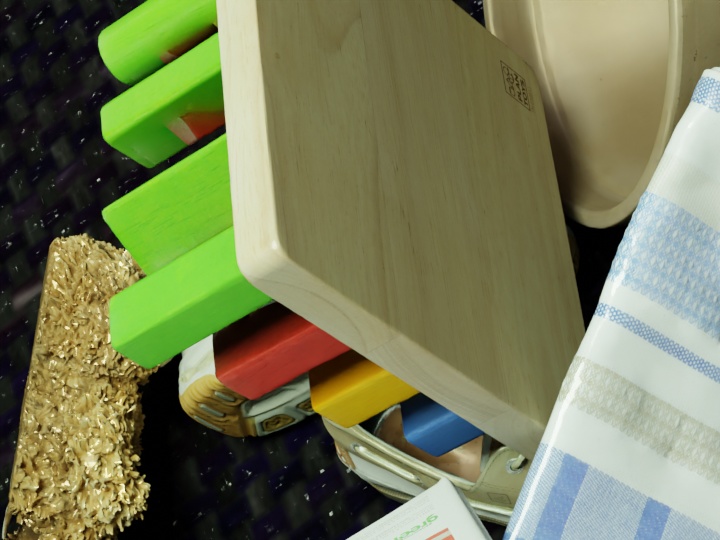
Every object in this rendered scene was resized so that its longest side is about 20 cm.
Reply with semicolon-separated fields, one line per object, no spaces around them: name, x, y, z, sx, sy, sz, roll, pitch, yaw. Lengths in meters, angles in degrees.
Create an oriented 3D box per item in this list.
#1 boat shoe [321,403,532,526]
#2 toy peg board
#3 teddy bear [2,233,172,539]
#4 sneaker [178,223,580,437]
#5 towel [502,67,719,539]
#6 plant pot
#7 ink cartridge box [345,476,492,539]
boat shoe;0.072;0.072;0.916;0.199;0.068;0.075;-1;67;33
toy peg board;-0.012;-0.026;0.862;0.097;0.199;0.201;-28;50;28
teddy bear;-0.125;0.087;1.021;0.066;0.145;0.201;10;71;-11
sneaker;0.000;0.000;0.995;0.199;0.076;0.088;-21;55;22
towel;0.150;0.040;0.841;0.201;0.146;0.024;-65;20;-8
plant pot;0.126;-0.122;0.934;0.092;0.201;0.202;-7;54;-17
ink cartridge box;-0.018;0.180;0.763;0.199;0.084;0.176;-30;16;-1
